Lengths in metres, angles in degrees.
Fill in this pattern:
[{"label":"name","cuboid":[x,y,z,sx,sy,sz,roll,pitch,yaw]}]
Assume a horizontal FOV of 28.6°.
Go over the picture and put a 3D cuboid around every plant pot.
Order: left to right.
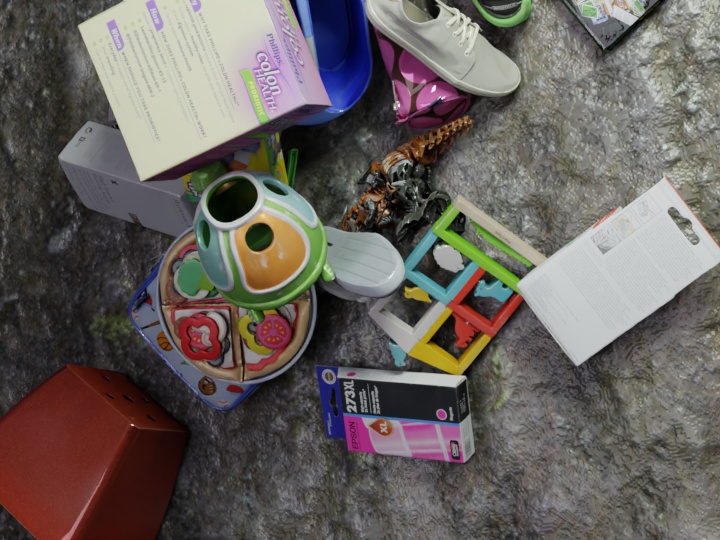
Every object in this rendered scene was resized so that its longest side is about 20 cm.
[{"label":"plant pot","cuboid":[-0.336,0.231,1.766,0.200,0.200,0.177,37,97,23]}]

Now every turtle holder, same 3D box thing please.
[{"label":"turtle holder","cuboid":[-0.115,-0.052,1.529,0.140,0.132,0.186,-16,49,14]}]

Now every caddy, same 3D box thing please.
[{"label":"caddy","cuboid":[-0.062,-0.258,1.562,0.140,0.105,0.201,-13,129,-4]}]

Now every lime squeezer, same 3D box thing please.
[{"label":"lime squeezer","cuboid":[-0.078,-0.042,1.688,0.070,0.038,0.202,-5,93,45]}]

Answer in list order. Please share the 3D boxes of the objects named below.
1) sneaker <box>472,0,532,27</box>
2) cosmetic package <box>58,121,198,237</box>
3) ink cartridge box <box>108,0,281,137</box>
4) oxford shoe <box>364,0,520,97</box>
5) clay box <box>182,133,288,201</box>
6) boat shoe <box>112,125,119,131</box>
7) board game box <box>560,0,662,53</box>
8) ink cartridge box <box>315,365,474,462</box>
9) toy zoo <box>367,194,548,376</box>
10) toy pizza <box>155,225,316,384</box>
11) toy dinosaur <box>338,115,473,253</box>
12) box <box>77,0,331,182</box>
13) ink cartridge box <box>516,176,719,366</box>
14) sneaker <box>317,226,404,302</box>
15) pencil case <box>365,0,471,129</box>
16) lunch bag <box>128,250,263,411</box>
[{"label":"sneaker","cuboid":[0.119,-0.356,1.539,0.200,0.077,0.084,43,153,13]},{"label":"cosmetic package","cuboid":[-0.266,-0.108,1.751,0.199,0.102,0.074,18,61,29]},{"label":"ink cartridge box","cuboid":[-0.192,-0.237,1.659,0.083,0.198,0.147,-162,76,-72]},{"label":"oxford shoe","cuboid":[0.097,-0.250,1.513,0.058,0.199,0.076,-36,33,45]},{"label":"clay box","cuboid":[-0.151,-0.142,1.596,0.114,0.048,0.201,5,135,15]},{"label":"boat shoe","cuboid":[-0.223,-0.224,1.753,0.199,0.067,0.072,-30,74,23]},{"label":"board game box","cuboid":[0.240,-0.342,1.515,0.105,0.023,0.201,-43,72,25]},{"label":"ink cartridge box","cuboid":[0.033,0.164,1.626,0.199,0.037,0.095,3,110,31]},{"label":"toy zoo","cuboid":[0.100,0.030,1.567,0.131,0.020,0.200,34,111,-10]},{"label":"toy pizza","cuboid":[-0.148,0.037,1.630,0.199,0.032,0.202,3,103,15]},{"label":"toy dinosaur","cuboid":[0.052,-0.093,1.593,0.136,0.102,0.201,58,138,33]},{"label":"box","cuboid":[-0.160,-0.212,1.460,0.199,0.097,0.177,-23,89,17]},{"label":"ink cartridge box","cuboid":[0.274,-0.002,1.478,0.200,0.050,0.109,-39,88,24]},{"label":"sneaker","cuboid":[0.000,0.000,1.578,0.073,0.071,0.200,-44,29,-11]},{"label":"pencil case","cuboid":[0.053,-0.260,1.579,0.093,0.091,0.201,-18,77,-7]},{"label":"lunch bag","cuboid":[-0.179,0.057,1.703,0.200,0.076,0.160,46,121,1]}]
